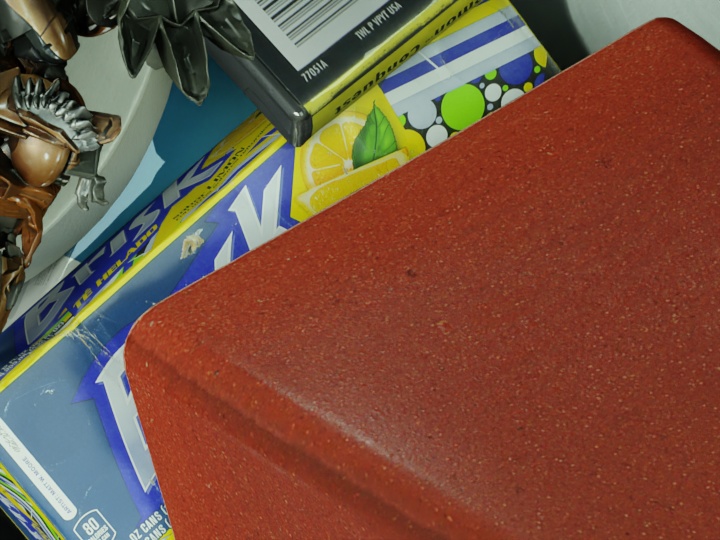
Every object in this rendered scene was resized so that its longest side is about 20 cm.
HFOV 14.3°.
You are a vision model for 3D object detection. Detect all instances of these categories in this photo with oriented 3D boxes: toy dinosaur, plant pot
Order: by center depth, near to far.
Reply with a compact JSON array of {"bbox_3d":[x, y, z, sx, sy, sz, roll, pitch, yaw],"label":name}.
[{"bbox_3d":[-0.104,-0.075,0.751,0.102,0.136,0.201,-17,93,-21],"label":"toy dinosaur"},{"bbox_3d":[0.082,0.082,0.775,0.200,0.176,0.200,-30,129,-24],"label":"plant pot"}]

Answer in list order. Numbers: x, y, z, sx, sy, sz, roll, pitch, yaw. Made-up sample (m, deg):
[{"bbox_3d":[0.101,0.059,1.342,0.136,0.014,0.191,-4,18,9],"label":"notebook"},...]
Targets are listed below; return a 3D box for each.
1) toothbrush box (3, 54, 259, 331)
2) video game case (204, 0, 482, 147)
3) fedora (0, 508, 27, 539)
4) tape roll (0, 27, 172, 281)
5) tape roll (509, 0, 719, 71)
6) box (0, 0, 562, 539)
[{"bbox_3d":[0.000,0.000,0.913,0.200,0.085,0.147,25,82,-17],"label":"toothbrush box"},{"bbox_3d":[-0.014,-0.163,0.824,0.181,0.026,0.200,-39,77,-14],"label":"video game case"},{"bbox_3d":[-0.138,0.136,0.849,0.200,0.201,0.092,35,113,-17],"label":"fedora"},{"bbox_3d":[-0.151,-0.081,0.841,0.202,0.037,0.204,-1,80,4],"label":"tape roll"},{"bbox_3d":[0.131,-0.132,0.922,0.200,0.066,0.201,-7,105,-26],"label":"tape roll"},{"bbox_3d":[-0.027,0.001,0.825,0.200,0.064,0.070,-42,103,-16],"label":"box"}]
